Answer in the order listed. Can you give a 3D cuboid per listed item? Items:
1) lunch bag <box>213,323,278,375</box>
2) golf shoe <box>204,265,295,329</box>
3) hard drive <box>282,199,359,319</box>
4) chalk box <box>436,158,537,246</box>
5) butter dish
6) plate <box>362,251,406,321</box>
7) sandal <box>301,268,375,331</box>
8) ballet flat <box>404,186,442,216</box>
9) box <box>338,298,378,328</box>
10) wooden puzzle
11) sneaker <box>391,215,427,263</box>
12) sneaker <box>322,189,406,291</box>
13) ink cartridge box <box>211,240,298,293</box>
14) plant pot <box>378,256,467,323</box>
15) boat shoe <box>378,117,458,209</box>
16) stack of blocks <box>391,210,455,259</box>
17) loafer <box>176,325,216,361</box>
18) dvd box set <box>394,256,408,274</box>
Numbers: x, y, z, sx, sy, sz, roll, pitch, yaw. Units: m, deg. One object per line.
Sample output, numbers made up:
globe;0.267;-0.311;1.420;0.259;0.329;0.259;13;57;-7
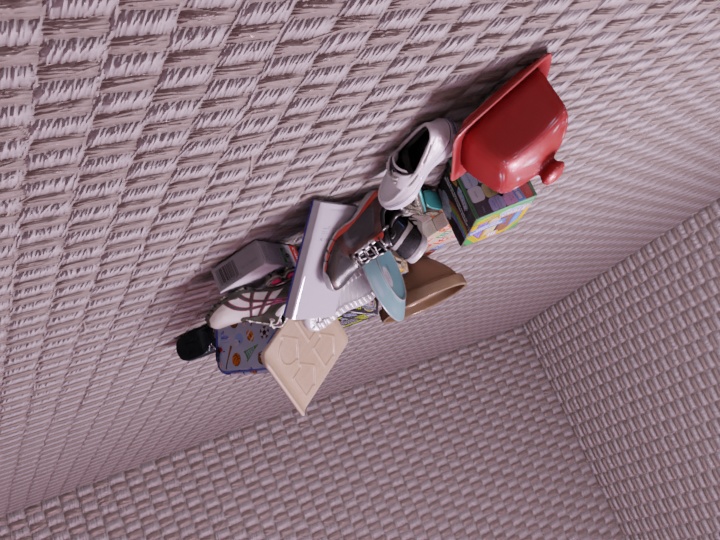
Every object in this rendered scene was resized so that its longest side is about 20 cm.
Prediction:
lunch bag;-0.210;0.124;1.626;0.199;0.162;0.075;-8;172;37
golf shoe;-0.180;0.068;1.458;0.199;0.089;0.077;-25;167;6
hard drive;-0.063;-0.017;1.404;0.132;0.025;0.202;0;108;-58
chalk box;0.228;-0.146;1.486;0.123;0.126;0.200;-21;167;-11
butter dish;0.246;-0.191;1.245;0.200;0.148;0.200;-42;168;-6
plate;0.045;-0.001;1.546;0.025;0.202;0.200;-24;166;15
sandal;-0.040;0.040;1.534;0.202;0.083;0.050;-30;-152;-34
ballet flat;0.093;-0.124;1.477;0.075;0.068;0.200;-19;171;16
box;-0.071;0.082;1.784;0.159;0.045;0.200;8;166;-21
wooden puzzle;-0.110;0.143;1.552;0.046;0.201;0.186;9;144;32
sneaker;0.059;-0.088;1.547;0.073;0.112;0.200;-52;-164;7
sneaker;0.009;-0.048;1.393;0.201;0.081;0.077;-59;148;-13
ink cartridge box;-0.169;-0.002;1.505;0.109;0.051;0.200;-31;165;22
plant pot;0.122;0.032;1.774;0.199;0.093;0.201;-23;168;-5
boat shoe;0.072;-0.167;1.289;0.065;0.074;0.200;-8;148;-38
stack of blocks;0.128;-0.072;1.716;0.200;0.059;0.115;-34;162;35
loafer;-0.297;0.138;1.776;0.198;0.073;0.072;-16;175;7
dvd box set;-0.019;-0.001;1.670;0.146;0.030;0.199;-29;150;34
